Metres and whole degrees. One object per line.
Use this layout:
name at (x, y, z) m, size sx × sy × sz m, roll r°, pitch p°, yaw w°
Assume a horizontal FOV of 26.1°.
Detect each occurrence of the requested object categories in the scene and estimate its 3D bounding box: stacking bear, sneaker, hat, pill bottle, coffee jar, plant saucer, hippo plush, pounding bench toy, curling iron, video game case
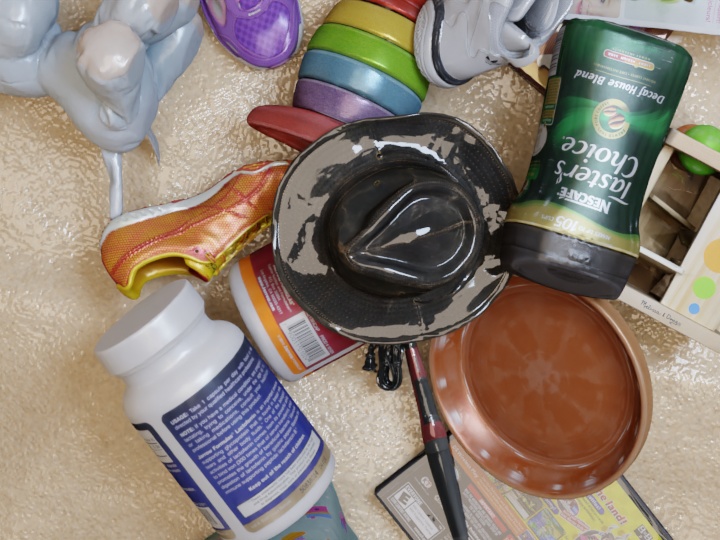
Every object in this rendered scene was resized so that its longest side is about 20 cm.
stacking bear at (0.011, -0.184, 1.269) m, size 0.121 × 0.113 × 0.201 m, roll 27°, pitch 84°, yaw -41°
sneaker at (-0.116, -0.033, 1.293) m, size 0.199 × 0.073 × 0.077 m, roll -25°, pitch 71°, yaw -2°
hat at (0.032, -0.025, 1.184) m, size 0.199 × 0.081 × 0.202 m, roll -1°, pitch 102°, yaw -5°
pill bottle at (-0.119, 0.113, 1.250) m, size 0.115 × 0.116 × 0.200 m, roll -34°, pitch 106°, yaw 5°
coffee jar at (0.176, -0.082, 1.176) m, size 0.104 × 0.085 × 0.201 m, roll 16°, pitch 89°, yaw -6°
sneaker at (0.112, -0.242, 1.212) m, size 0.075 × 0.115 × 0.201 m, roll 21°, pitch 76°, yaw -41°
plant saucer at (0.147, 0.089, 1.270) m, size 0.199 × 0.032 × 0.202 m, roll 14°, pitch 115°, yaw 31°
sneaker at (-0.108, -0.260, 1.273) m, size 0.080 × 0.088 × 0.201 m, roll -21°, pitch 97°, yaw 2°
pill bottle at (0.000, 0.000, 1.287) m, size 0.199 × 0.113 × 0.113 m, roll -28°, pitch 95°, yaw 4°
hippo plush at (-0.229, -0.185, 1.265) m, size 0.160 × 0.200 × 0.160 m, roll 23°, pitch 53°, yaw 9°
pounding bench toy at (0.238, -0.053, 1.269) m, size 0.199 × 0.124 × 0.157 m, roll 27°, pitch 96°, yaw -2°
curling iron at (0.055, 0.143, 1.327) m, size 0.049 × 0.026 × 0.201 m, roll -19°, pitch 96°, yaw 26°
video game case at (0.143, 0.215, 1.352) m, size 0.180 × 0.026 × 0.200 m, roll -38°, pitch 93°, yaw 6°

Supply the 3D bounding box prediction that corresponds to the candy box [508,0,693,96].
candy box at (0.208, -0.229, 1.284) m, size 0.117 × 0.056 × 0.200 m, roll 39°, pitch 94°, yaw -2°

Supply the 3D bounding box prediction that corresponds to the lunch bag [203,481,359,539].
lunch bag at (-0.092, 0.282, 1.291) m, size 0.199 × 0.170 × 0.122 m, roll -25°, pitch 107°, yaw 4°

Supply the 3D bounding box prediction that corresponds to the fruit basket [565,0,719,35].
fruit basket at (0.256, -0.276, 1.190) m, size 0.199 × 0.094 × 0.186 m, roll 10°, pitch 96°, yaw 22°
